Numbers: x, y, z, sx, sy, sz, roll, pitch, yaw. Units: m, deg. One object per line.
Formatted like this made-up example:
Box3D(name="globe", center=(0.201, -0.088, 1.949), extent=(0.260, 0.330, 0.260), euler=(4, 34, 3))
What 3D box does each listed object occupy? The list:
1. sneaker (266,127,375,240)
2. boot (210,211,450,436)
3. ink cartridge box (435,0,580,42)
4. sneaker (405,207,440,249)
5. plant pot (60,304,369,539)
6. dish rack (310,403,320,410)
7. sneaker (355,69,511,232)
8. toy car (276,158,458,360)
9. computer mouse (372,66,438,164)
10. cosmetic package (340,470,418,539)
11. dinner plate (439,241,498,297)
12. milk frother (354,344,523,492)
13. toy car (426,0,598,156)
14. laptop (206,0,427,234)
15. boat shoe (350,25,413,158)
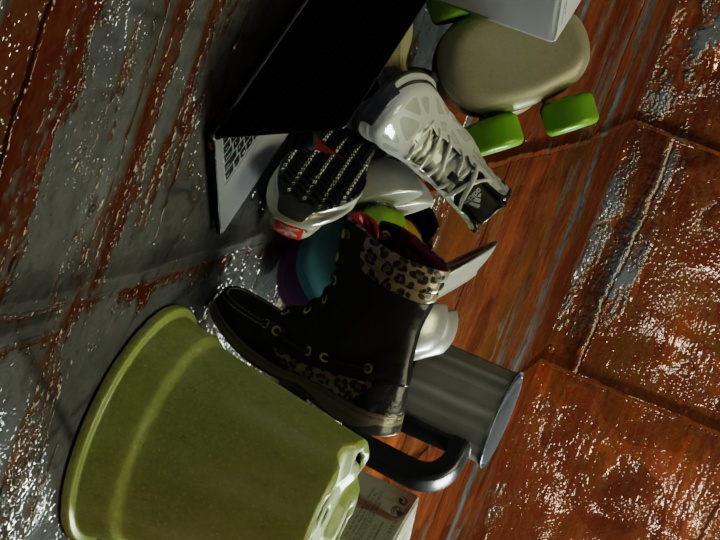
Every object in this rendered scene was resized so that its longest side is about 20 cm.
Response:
Box3D(name="sneaker", center=(-0.042, -0.056, 1.502), extent=(0.094, 0.070, 0.200), euler=(-62, -179, 23))
Box3D(name="boot", center=(-0.023, 0.023, 1.452), extent=(0.073, 0.200, 0.151), euler=(-3, 121, -50))
Box3D(name="ink cartridge box", center=(0.158, -0.325, 1.709), extent=(0.200, 0.145, 0.084), euler=(-57, 162, -36))
Box3D(name="sneaker", center=(0.048, -0.029, 1.839), extent=(0.084, 0.077, 0.200), euler=(-39, -177, 10))
Box3D(name="plant pot", center=(-0.101, 0.154, 1.406), extent=(0.201, 0.184, 0.201), euler=(-59, 164, -29))
Box3D(name="dish rack", center=(-0.019, 0.127, 1.867), extent=(0.200, 0.044, 0.172), euler=(-47, 175, 22))
Box3D(name="sneaker", center=(0.075, -0.099, 1.549), extent=(0.076, 0.115, 0.200), euler=(-47, 159, 8))
Box3D(name="toy car", center=(0.000, 0.000, 1.649), extent=(0.200, 0.150, 0.176), euler=(25, 53, -80))
Box3D(name="computer mouse", center=(0.030, -0.139, 1.737), extent=(0.200, 0.053, 0.139), euler=(109, 5, -78))
Box3D(name="cosmetic package", center=(-0.058, 0.222, 1.651), extent=(0.087, 0.200, 0.104), euler=(-56, 164, -42))
Box3D(name="dinner plate", center=(0.058, 0.024, 1.886), extent=(0.200, 0.024, 0.200), euler=(-29, -179, 1))
Box3D(name="milk frother", center=(0.067, 0.169, 2.074), extent=(0.181, 0.188, 0.200), euler=(-64, 166, -11))
Box3D(name="toy car", center=(0.129, -0.198, 1.823), extent=(0.200, 0.157, 0.165), euler=(160, -86, -75))
Box3D(name="laptop", center=(-0.023, -0.132, 1.389), extent=(0.187, 0.116, 0.200), euler=(-58, 164, -31))
Box3D(name="boat shoe", center=(0.005, -0.160, 1.570), extent=(0.065, 0.071, 0.200), euler=(-49, 154, -27))
